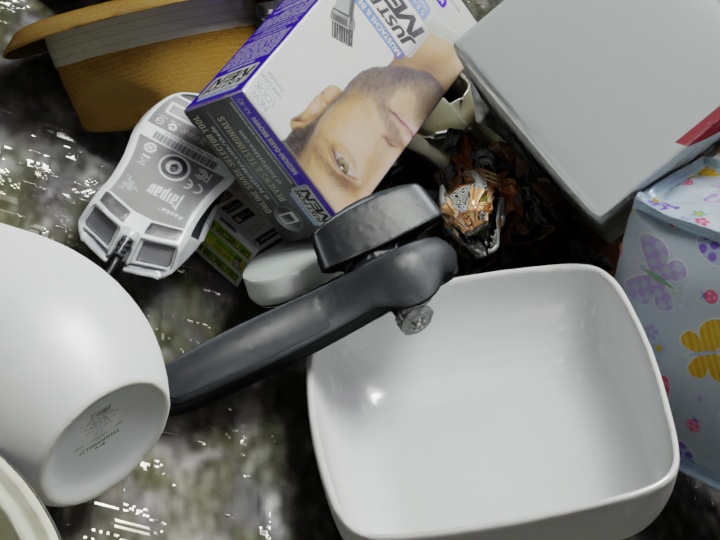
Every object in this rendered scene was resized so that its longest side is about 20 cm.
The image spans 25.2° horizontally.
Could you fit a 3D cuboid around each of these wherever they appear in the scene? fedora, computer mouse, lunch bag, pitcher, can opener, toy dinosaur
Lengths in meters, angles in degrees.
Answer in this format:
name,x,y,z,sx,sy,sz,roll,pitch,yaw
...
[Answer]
name,x,y,z,sx,sy,sz,roll,pitch,yaw
fedora,-0.131,-0.139,1.065,0.200,0.200,0.082,-20,99,-47
computer mouse,-0.129,-0.026,0.973,0.110,0.044,0.200,28,55,4
lunch bag,0.256,0.048,0.980,0.200,0.170,0.127,26,33,32
pitcher,-0.210,0.040,0.821,0.171,0.121,0.200,-33,58,-29
can opener,-0.031,0.028,0.934,0.200,0.063,0.079,-32,70,-9
toy dinosaur,0.099,-0.043,1.091,0.136,0.102,0.200,60,37,-11

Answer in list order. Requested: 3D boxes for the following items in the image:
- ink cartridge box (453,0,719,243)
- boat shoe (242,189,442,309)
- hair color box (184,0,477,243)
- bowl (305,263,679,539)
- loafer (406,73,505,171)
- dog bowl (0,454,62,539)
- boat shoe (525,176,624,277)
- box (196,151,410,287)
name,x,y,z,sx,sy,sz,roll,pitch,yaw
ink cartridge box,0.168,-0.122,1.059,0.145,0.145,0.200,50,6,9
boat shoe,0.000,0.000,1.035,0.200,0.071,0.064,-26,108,-53
hair color box,-0.010,-0.124,1.016,0.109,0.065,0.200,52,53,-22
bowl,0.073,0.092,0.934,0.199,0.075,0.200,-9,42,0
loafer,0.056,-0.115,1.173,0.200,0.068,0.076,20,24,-53
dog bowl,-0.231,0.148,0.700,0.200,0.074,0.200,19,39,-16
boat shoe,0.184,0.004,1.167,0.200,0.072,0.068,37,51,16
box,-0.060,-0.070,1.105,0.110,0.035,0.200,41,37,11
